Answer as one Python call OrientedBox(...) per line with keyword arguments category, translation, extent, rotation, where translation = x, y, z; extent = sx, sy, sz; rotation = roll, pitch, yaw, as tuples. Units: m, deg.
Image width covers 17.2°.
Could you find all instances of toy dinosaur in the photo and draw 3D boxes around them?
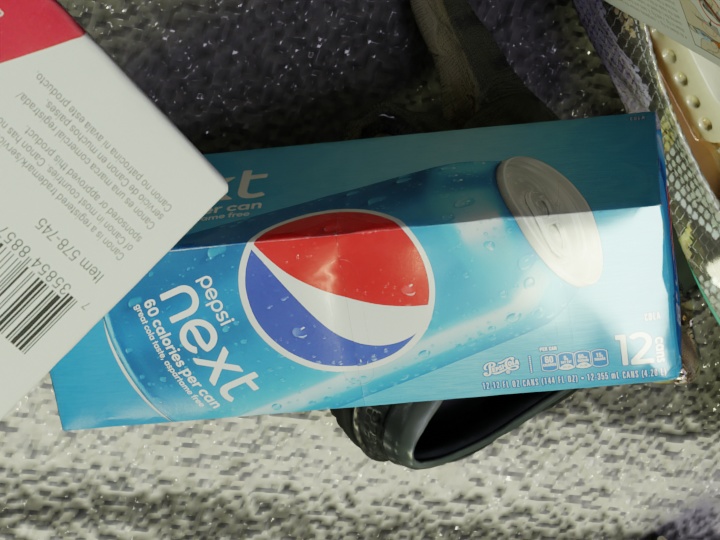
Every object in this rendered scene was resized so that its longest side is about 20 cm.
OrientedBox(category="toy dinosaur", translation=(0.039, -0.035, 0.812), extent=(0.088, 0.047, 0.201), rotation=(-32, 98, -9))

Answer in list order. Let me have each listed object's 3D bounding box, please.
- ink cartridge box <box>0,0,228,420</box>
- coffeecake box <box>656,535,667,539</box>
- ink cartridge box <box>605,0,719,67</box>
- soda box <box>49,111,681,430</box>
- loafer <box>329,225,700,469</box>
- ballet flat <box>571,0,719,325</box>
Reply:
OrientedBox(category="ink cartridge box", translation=(-0.172, -0.021, 0.653), extent=(0.200, 0.145, 0.145), rotation=(-45, 129, -3))
OrientedBox(category="coffeecake box", translation=(0.080, 0.232, 0.986), extent=(0.199, 0.073, 0.154), rotation=(-30, 127, -15))
OrientedBox(category="ink cartridge box", translation=(0.141, -0.155, 0.737), extent=(0.175, 0.200, 0.084), rotation=(-34, 126, -11))
OrientedBox(category="soda box", translation=(0.000, 0.000, 0.757), extent=(0.199, 0.068, 0.065), rotation=(-6, 118, 9))
OrientedBox(category="loafer", translation=(0.082, 0.013, 0.873), extent=(0.200, 0.070, 0.068), rotation=(-30, 126, -16))
OrientedBox(category="ballet flat", translation=(0.135, -0.045, 0.833), extent=(0.072, 0.072, 0.201), rotation=(-32, 104, -13))
